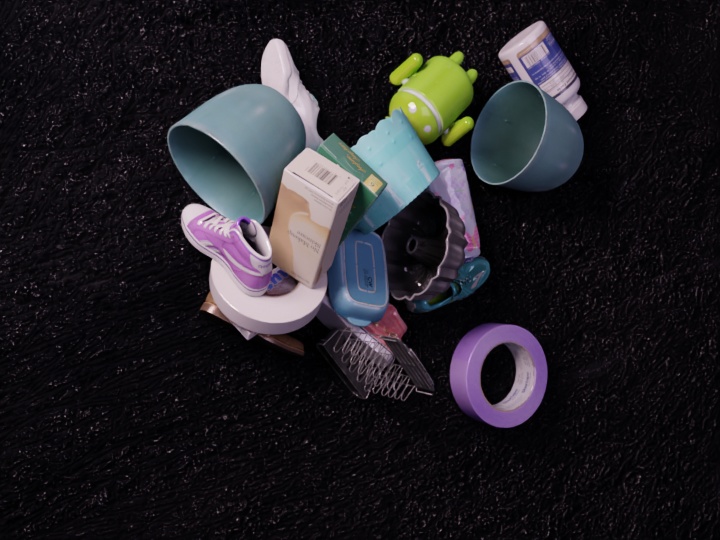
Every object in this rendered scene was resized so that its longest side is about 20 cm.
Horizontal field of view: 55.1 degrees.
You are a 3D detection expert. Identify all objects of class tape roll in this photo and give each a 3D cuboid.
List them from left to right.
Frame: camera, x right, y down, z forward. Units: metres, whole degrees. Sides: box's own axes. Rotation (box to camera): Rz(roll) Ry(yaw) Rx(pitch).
[{"bbox_3d":[-0.152,0.012,1.153,0.198,0.037,0.206,10,50,-12],"label":"tape roll"},{"bbox_3d":[0.280,0.210,1.393,0.196,0.065,0.205,0,90,-24],"label":"tape roll"}]

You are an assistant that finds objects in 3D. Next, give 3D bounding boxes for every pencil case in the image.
[{"bbox_3d":[0.173,-0.114,1.338,0.089,0.083,0.205,-12,94,-14],"label":"pencil case"}]

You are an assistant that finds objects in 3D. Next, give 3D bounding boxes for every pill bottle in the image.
[{"bbox_3d":[0.380,-0.394,1.417,0.111,0.111,0.201,-44,106,-18],"label":"pill bottle"}]

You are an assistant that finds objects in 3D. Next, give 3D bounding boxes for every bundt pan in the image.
[{"bbox_3d":[0.120,-0.038,1.258,0.075,0.200,0.206,15,83,-33],"label":"bundt pan"}]

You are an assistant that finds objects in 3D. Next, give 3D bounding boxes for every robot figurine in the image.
[{"bbox_3d":[0.134,-0.320,1.302,0.200,0.115,0.176,-46,103,-17],"label":"robot figurine"}]

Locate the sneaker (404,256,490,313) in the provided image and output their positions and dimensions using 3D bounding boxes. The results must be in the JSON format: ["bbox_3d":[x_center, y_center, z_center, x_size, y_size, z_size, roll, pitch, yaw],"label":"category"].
[{"bbox_3d":[0.179,0.033,1.341,0.198,0.079,0.079,-27,100,-23],"label":"sneaker"}]

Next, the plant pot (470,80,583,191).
[{"bbox_3d":[0.341,-0.248,1.360,0.159,0.199,0.205,13,84,-33],"label":"plant pot"}]

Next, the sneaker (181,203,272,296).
[{"bbox_3d":[-0.208,-0.065,1.096,0.200,0.115,0.072,39,51,17],"label":"sneaker"}]

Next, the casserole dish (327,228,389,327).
[{"bbox_3d":[0.000,0.000,1.239,0.119,0.039,0.204,12,61,-29],"label":"casserole dish"}]

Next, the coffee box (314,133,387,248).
[{"bbox_3d":[-0.049,-0.114,1.129,0.123,0.200,0.044,41,49,1],"label":"coffee box"}]

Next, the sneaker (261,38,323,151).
[{"bbox_3d":[-0.114,-0.307,1.225,0.087,0.075,0.204,-20,104,-35],"label":"sneaker"}]

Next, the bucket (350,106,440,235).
[{"bbox_3d":[0.032,-0.169,1.207,0.207,0.207,0.136,-41,97,-19],"label":"bucket"}]

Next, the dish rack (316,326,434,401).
[{"bbox_3d":[0.031,0.167,1.201,0.055,0.198,0.154,-53,124,-28],"label":"dish rack"}]

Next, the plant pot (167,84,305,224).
[{"bbox_3d":[-0.182,-0.200,1.115,0.201,0.199,0.162,49,62,-16],"label":"plant pot"}]

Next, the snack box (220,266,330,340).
[{"bbox_3d":[-0.141,0.037,1.179,0.072,0.024,0.199,42,51,14],"label":"snack box"}]

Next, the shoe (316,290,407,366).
[{"bbox_3d":[-0.003,0.081,1.269,0.199,0.071,0.092,41,61,-14],"label":"shoe"}]

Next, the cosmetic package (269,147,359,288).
[{"bbox_3d":[-0.080,-0.079,1.093,0.104,0.202,0.071,31,47,10],"label":"cosmetic package"}]

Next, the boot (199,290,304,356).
[{"bbox_3d":[-0.173,0.083,1.191,0.198,0.073,0.077,32,67,-18],"label":"boot"}]
